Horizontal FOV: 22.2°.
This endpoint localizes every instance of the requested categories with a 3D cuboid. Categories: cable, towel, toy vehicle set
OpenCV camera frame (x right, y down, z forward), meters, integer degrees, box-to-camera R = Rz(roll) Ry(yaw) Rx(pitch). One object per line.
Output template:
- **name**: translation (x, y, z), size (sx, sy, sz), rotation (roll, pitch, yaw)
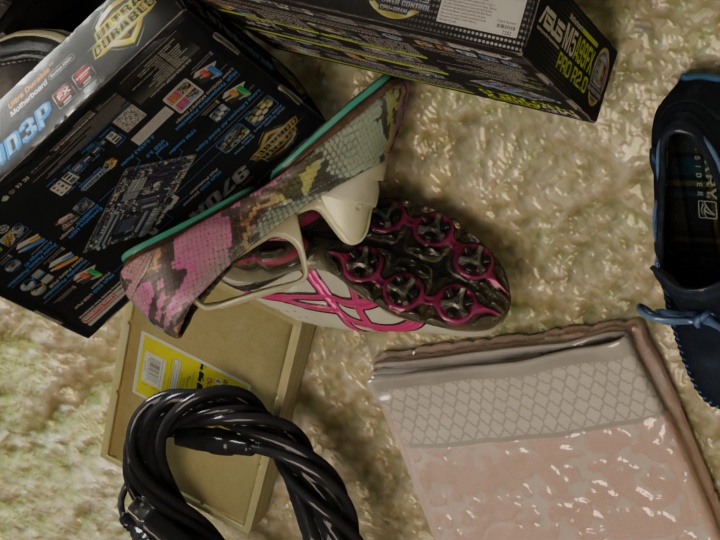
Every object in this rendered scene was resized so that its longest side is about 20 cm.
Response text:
- **cable**: translation (-0.069, 0.159, 1.220), size (0.199, 0.051, 0.164), rotation (33, 126, 9)
- **towel**: translation (0.117, 0.126, 1.131), size (0.199, 0.032, 0.192), rotation (-10, 114, 35)
- **toy vehicle set**: translation (-0.105, 0.075, 1.228), size (0.124, 0.027, 0.201), rotation (26, 129, 13)

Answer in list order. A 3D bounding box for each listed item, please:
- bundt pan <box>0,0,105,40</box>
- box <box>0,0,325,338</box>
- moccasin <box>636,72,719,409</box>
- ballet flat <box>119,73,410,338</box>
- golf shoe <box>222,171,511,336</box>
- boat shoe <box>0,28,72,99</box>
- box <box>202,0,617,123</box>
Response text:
- **bundt pan**: translation (-0.192, -0.143, 1.104), size (0.201, 0.076, 0.203), rotation (15, 126, 22)
- **box**: translation (-0.136, -0.061, 1.024), size (0.200, 0.159, 0.046), rotation (-42, 58, 10)
- **moccasin**: translation (0.180, -0.005, 0.984), size (0.080, 0.068, 0.201), rotation (-2, 119, 31)
- **ballet flat**: translation (-0.041, -0.030, 1.040), size (0.200, 0.069, 0.071), rotation (-35, 88, -4)
- **golf shoe**: translation (0.000, 0.000, 1.101), size (0.199, 0.073, 0.092), rotation (18, 154, 20)
- **boat shoe**: translation (-0.229, -0.087, 1.073), size (0.199, 0.062, 0.075), rotation (-13, 111, 34)
- **box**: translation (0.017, -0.133, 0.941), size (0.199, 0.160, 0.045), rotation (16, 89, 22)
